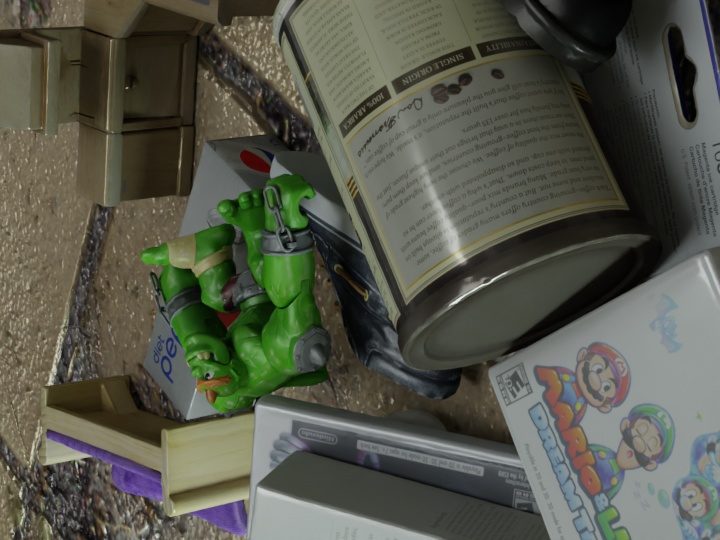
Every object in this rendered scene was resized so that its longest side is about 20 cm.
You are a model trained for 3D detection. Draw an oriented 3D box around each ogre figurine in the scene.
[{"bbox_3d":[-0.072,0.022,1.168,0.199,0.098,0.121,-26,78,37],"label":"ogre figurine"}]

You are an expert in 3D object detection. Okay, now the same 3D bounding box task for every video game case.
[{"bbox_3d":[0.158,0.112,0.927,0.182,0.024,0.201,-34,72,50],"label":"video game case"},{"bbox_3d":[0.021,0.184,1.138,0.198,0.023,0.183,10,107,17],"label":"video game case"}]

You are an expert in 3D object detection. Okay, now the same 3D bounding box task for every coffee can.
[{"bbox_3d":[0.054,-0.069,0.965,0.146,0.146,0.201,-43,63,46],"label":"coffee can"}]

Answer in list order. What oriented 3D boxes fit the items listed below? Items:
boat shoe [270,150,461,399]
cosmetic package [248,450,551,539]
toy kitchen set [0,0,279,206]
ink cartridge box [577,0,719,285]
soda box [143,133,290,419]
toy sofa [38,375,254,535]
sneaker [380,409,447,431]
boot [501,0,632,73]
[{"bbox_3d":[0.000,0.000,1.169,0.200,0.070,0.091,38,120,39],"label":"boat shoe"},{"bbox_3d":[0.033,0.187,1.083,0.199,0.071,0.102,14,108,16],"label":"cosmetic package"},{"bbox_3d":[-0.156,-0.132,1.273,0.180,0.162,0.202,23,115,47],"label":"toy kitchen set"},{"bbox_3d":[0.136,-0.089,1.008,0.199,0.043,0.198,-16,83,50],"label":"ink cartridge box"},{"bbox_3d":[-0.093,0.006,1.297,0.068,0.063,0.201,45,129,37],"label":"soda box"},{"bbox_3d":[-0.166,0.146,1.399,0.199,0.082,0.098,11,104,50],"label":"toy sofa"},{"bbox_3d":[-0.014,0.154,1.214,0.078,0.099,0.200,41,112,-8],"label":"sneaker"},{"bbox_3d":[0.130,-0.222,0.914,0.158,0.079,0.212,-38,48,40],"label":"boot"}]
